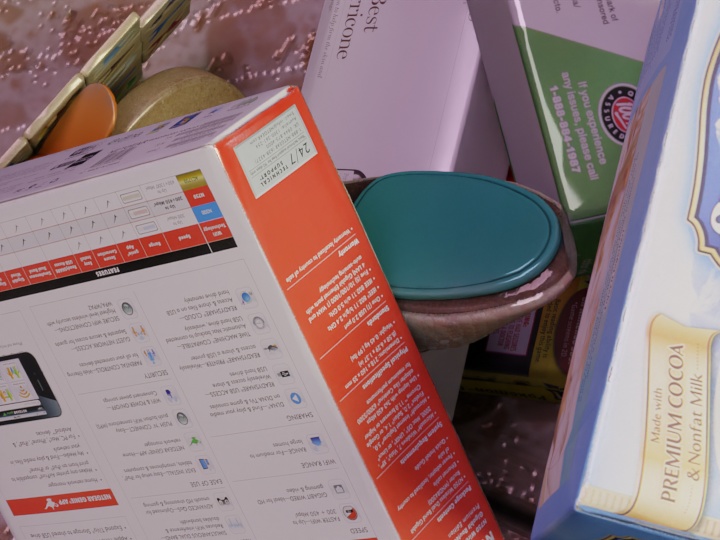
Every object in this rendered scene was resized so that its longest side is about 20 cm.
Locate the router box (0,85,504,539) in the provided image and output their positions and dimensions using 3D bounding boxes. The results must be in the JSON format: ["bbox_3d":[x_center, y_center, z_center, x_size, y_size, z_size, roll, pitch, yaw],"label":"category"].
[{"bbox_3d":[-0.069,0.042,0.735,0.199,0.180,0.049,-11,21,42],"label":"router box"}]

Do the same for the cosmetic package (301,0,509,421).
[{"bbox_3d":[0.011,-0.033,0.820,0.082,0.051,0.201,4,71,28],"label":"cosmetic package"}]

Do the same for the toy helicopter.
[{"bbox_3d":[-0.114,0.002,0.858,0.079,0.132,0.201,31,85,38],"label":"toy helicopter"}]

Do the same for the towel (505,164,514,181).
[{"bbox_3d":[0.115,-0.089,0.848,0.199,0.022,0.145,-24,60,9],"label":"towel"}]

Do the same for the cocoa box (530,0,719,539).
[{"bbox_3d":[0.140,0.001,0.622,0.130,0.133,0.201,15,78,2],"label":"cocoa box"}]

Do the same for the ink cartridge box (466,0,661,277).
[{"bbox_3d":[0.149,-0.092,0.758,0.198,0.084,0.146,-12,74,-5],"label":"ink cartridge box"}]

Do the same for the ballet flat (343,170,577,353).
[{"bbox_3d":[0.000,0.000,0.743,0.199,0.062,0.068,6,54,35],"label":"ballet flat"}]

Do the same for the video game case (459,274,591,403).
[{"bbox_3d":[0.107,-0.039,0.854,0.179,0.026,0.201,5,67,23],"label":"video game case"}]

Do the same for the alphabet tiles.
[{"bbox_3d":[-0.140,-0.048,0.885,0.006,0.166,0.200,41,84,-3],"label":"alphabet tiles"}]
